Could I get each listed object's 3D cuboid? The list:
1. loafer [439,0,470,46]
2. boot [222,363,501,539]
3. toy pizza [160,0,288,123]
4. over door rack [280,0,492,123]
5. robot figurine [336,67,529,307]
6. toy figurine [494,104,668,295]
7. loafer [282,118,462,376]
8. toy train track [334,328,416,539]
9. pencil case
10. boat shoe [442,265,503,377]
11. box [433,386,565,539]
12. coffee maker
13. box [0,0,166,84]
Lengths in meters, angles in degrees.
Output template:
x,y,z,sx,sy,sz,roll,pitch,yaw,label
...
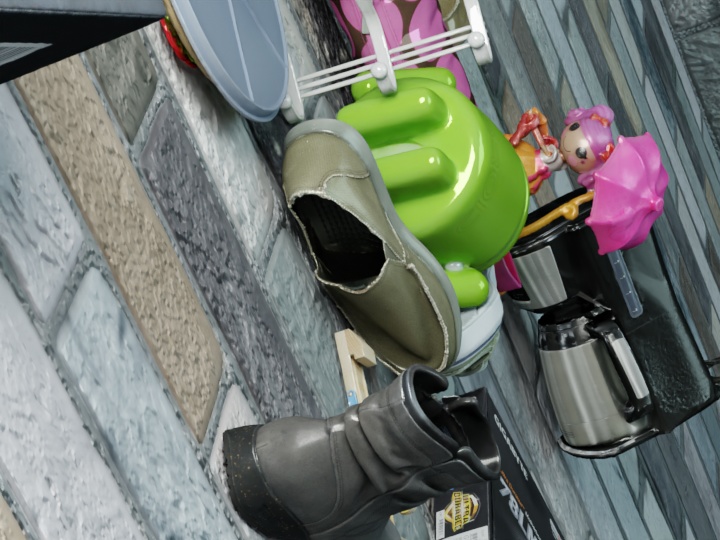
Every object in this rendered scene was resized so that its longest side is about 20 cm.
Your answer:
x,y,z,sx,sy,sz,roll,pitch,yaw,label
0.036,-0.239,1.854,0.068,0.076,0.201,56,12,-42,loafer
0.021,0.123,1.292,0.200,0.131,0.070,44,31,-59,boot
-0.097,-0.181,1.405,0.200,0.032,0.202,-19,90,-75,toy pizza
-0.006,-0.212,1.541,0.067,0.147,0.201,46,31,-68,over door rack
0.049,-0.061,1.617,0.200,0.115,0.177,34,44,-66,robot figurine
0.148,-0.068,1.836,0.150,0.183,0.201,46,30,-58,toy figurine
0.000,0.000,1.491,0.201,0.075,0.070,58,32,-29,loafer
0.021,0.130,1.466,0.115,0.032,0.201,38,37,-64,toy train track
0.030,-0.155,1.708,0.094,0.090,0.201,-105,171,-58,pencil case
0.075,0.042,1.683,0.200,0.071,0.062,-57,133,-71,boat shoe
0.106,0.219,1.638,0.199,0.049,0.201,-85,153,-53,box
0.217,0.030,1.983,0.192,0.134,0.201,-31,105,-40,coffee maker
-0.188,-0.173,0.923,0.200,0.123,0.198,-21,91,-74,box
